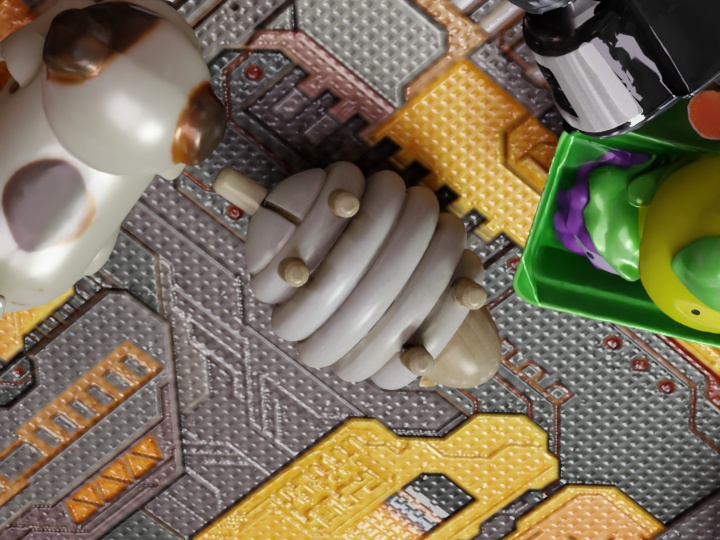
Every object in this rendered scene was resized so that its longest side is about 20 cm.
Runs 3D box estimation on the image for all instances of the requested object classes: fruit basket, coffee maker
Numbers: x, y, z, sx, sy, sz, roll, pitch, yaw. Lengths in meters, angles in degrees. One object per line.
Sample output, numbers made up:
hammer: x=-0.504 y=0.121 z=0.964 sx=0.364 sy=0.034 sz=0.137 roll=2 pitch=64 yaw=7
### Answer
fruit basket: x=0.197 y=-0.012 z=1.637 sx=0.215 sy=0.216 sz=0.156 roll=13 pitch=128 yaw=-4
coffee maker: x=0.135 y=-0.194 z=1.542 sx=0.192 sy=0.135 sz=0.200 roll=-28 pitch=121 yaw=24

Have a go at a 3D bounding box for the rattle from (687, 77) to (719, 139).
rattle: x=0.300 y=-0.088 z=1.621 sx=0.200 sy=0.130 sz=0.143 roll=-28 pitch=143 yaw=16

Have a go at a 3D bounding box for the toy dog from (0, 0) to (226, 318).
toy dog: x=-0.163 y=-0.077 z=1.638 sx=0.140 sy=0.194 sz=0.200 roll=41 pitch=129 yaw=-9

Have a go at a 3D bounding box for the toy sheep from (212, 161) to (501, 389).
toy sheep: x=0.000 y=0.000 z=1.714 sx=0.200 sy=0.138 sz=0.138 roll=40 pitch=123 yaw=-9
